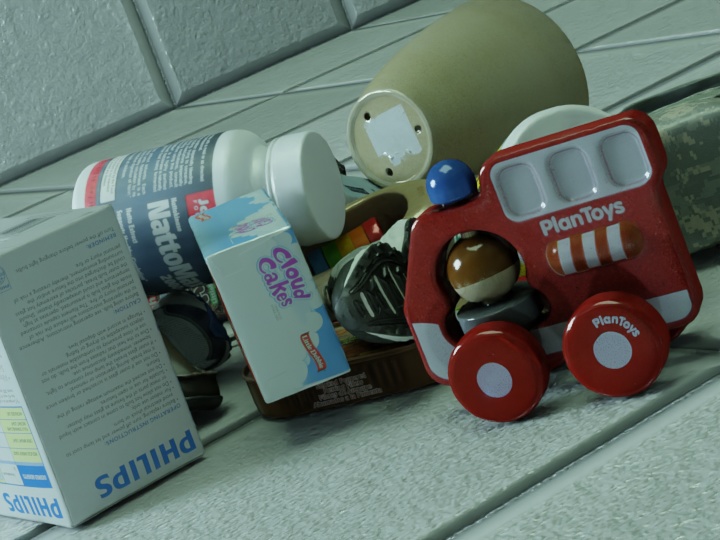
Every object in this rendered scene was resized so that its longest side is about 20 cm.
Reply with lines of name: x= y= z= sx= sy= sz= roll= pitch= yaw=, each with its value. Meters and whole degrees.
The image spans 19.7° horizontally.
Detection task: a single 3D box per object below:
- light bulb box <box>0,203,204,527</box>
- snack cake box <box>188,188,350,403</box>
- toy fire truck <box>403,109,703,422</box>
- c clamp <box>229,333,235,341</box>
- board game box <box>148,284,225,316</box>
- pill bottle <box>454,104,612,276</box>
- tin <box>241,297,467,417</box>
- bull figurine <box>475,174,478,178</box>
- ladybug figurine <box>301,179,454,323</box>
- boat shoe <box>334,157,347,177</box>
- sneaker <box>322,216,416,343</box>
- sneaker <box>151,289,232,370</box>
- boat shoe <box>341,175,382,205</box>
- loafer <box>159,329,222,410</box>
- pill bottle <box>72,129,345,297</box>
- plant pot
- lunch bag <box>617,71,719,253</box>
light bulb box: x=-0.242 y=0.069 z=1.539 sx=0.125 sy=0.200 sz=0.198 roll=-27 pitch=13 yaw=-32
snack cake box: x=-0.071 y=0.014 z=1.526 sx=0.067 sy=0.115 sz=0.200 roll=-21 pitch=12 yaw=-4
toy fire truck: x=0.118 y=-0.005 z=1.342 sx=0.200 sy=0.168 sz=0.112 roll=-15 pitch=13 yaw=25
c clamp: x=-0.044 y=0.009 z=1.886 sx=0.171 sy=0.027 sz=0.200 roll=-18 pitch=13 yaw=14
board game box: x=-0.213 y=0.010 z=1.955 sx=0.200 sy=0.097 sz=0.159 roll=-22 pitch=11 yaw=-31
pill bottle: x=0.131 y=-0.036 z=1.497 sx=0.113 sy=0.113 sz=0.200 roll=-24 pitch=-10 yaw=-16
tin: x=0.007 y=0.063 z=1.544 sx=0.200 sy=0.042 sz=0.112 roll=-14 pitch=18 yaw=27
bull figurine: x=0.127 y=-0.053 z=1.790 sx=0.121 sy=0.065 sz=0.200 roll=-14 pitch=11 yaw=46
ladybug figurine: x=0.000 y=0.000 z=1.697 sx=0.200 sy=0.072 sz=0.136 roll=-28 pitch=27 yaw=8
boat shoe: x=-0.047 y=-0.062 z=1.940 sx=0.073 sy=0.063 sz=0.200 roll=-20 pitch=-18 yaw=-14
sneaker: x=0.009 y=0.019 z=1.510 sx=0.079 sy=0.074 sz=0.200 roll=-27 pitch=4 yaw=15
sneaker: x=-0.187 y=0.078 z=1.752 sx=0.200 sy=0.077 sz=0.085 roll=-18 pitch=20 yaw=47
boat shoe: x=-0.013 y=-0.032 z=1.832 sx=0.071 sy=0.091 sz=0.200 roll=39 pitch=15 yaw=33
loafer: x=-0.188 y=0.063 z=1.653 sx=0.200 sy=0.071 sz=0.073 roll=17 pitch=10 yaw=37
pill bottle: x=-0.121 y=-0.050 z=1.687 sx=0.200 sy=0.120 sz=0.120 roll=-12 pitch=14 yaw=20
plant pot: x=0.081 y=-0.144 z=1.909 sx=0.187 sy=0.187 sz=0.200 roll=-11 pitch=9 yaw=38
lunch bag: x=0.278 y=-0.090 z=1.584 sx=0.164 sy=0.118 sz=0.200 roll=-18 pitch=7 yaw=14
